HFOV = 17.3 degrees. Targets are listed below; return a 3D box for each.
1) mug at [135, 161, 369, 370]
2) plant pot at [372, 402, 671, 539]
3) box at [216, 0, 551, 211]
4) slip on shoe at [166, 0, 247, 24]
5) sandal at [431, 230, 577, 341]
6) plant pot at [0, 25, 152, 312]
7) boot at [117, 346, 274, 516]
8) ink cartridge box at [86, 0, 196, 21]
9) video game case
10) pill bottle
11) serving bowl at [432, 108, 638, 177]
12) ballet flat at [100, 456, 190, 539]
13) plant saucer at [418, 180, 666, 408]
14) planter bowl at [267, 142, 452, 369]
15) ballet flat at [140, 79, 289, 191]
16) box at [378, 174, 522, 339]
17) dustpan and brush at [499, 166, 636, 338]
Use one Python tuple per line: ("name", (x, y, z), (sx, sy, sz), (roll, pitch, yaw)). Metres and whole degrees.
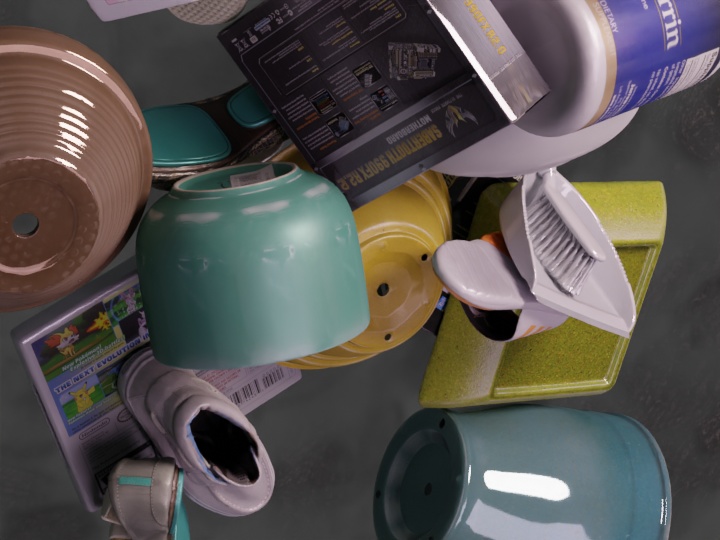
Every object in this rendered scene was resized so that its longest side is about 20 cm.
("mug", (-0.088, -0.010, 1.612), (0.152, 0.185, 0.115), (-24, 111, -48))
("plant pot", (0.121, 0.195, 1.954), (0.188, 0.200, 0.200), (17, 105, -30))
("box", (0.012, -0.140, 1.583), (0.159, 0.200, 0.048), (53, 52, -7))
("slip on shoe", (-0.108, -0.243, 1.568), (0.074, 0.061, 0.200), (1, 138, 9))
("sandal", (0.093, 0.015, 1.741), (0.059, 0.079, 0.207), (-46, 157, 20))
("plant pot", (-0.226, -0.050, 1.538), (0.200, 0.093, 0.201), (-8, 119, -16))
("boot", (-0.105, 0.141, 1.761), (0.074, 0.096, 0.200), (-45, 136, -6))
("ink cartridge box", (-0.113, -0.245, 1.485), (0.163, 0.200, 0.057), (57, 36, -42))
("video game case", (-0.148, 0.063, 1.761), (0.200, 0.022, 0.183), (-32, 133, -18))
("pill bottle", (0.181, -0.169, 1.600), (0.200, 0.116, 0.116), (-23, 129, -38))
("serving bowl", (0.115, -0.113, 1.727), (0.200, 0.200, 0.066), (-22, 112, -27))
("ballet flat", (-0.162, 0.188, 1.787), (0.064, 0.068, 0.200), (3, 154, 0))
("plant saucer", (0.159, 0.028, 1.902), (0.200, 0.048, 0.200), (-2, 119, -38))
("planter bowl", (0.000, 0.000, 1.746), (0.200, 0.083, 0.201), (-13, 120, -24))
("ballet flat", (-0.099, -0.092, 1.678), (0.200, 0.068, 0.075), (-24, 150, -28))
("box", (0.109, -0.013, 1.902), (0.200, 0.049, 0.160), (29, 99, -46))
("dustpan and brush", (0.143, -0.053, 1.788), (0.057, 0.200, 0.139), (-44, 144, 20))
